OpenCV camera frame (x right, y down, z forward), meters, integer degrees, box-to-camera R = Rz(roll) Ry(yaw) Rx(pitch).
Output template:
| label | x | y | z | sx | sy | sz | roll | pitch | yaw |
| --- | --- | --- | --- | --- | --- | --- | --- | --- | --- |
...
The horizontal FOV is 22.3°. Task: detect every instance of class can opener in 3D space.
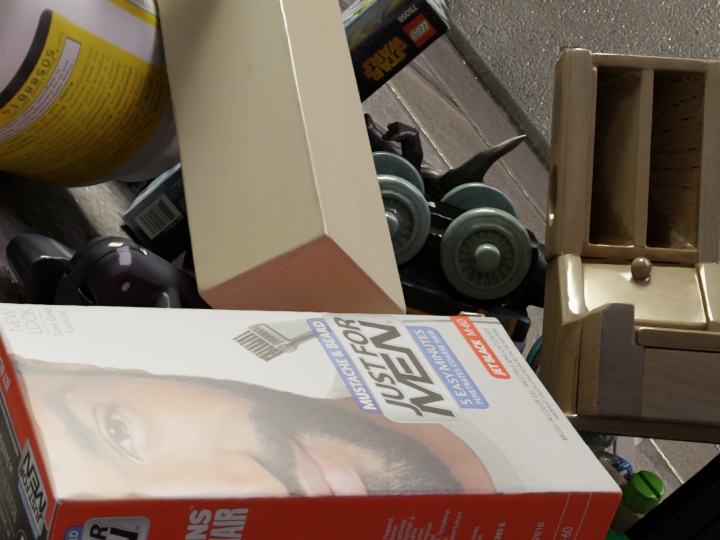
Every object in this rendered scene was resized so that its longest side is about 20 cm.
| label | x | y | z | sx | sy | sz | roll | pitch | yaw |
| --- | --- | --- | --- | --- | --- | --- | --- | --- | --- |
| can opener | -0.072 | 0.035 | 0.815 | 0.200 | 0.063 | 0.079 | 35 | 17 | -49 |

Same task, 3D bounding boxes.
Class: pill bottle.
| label | x | y | z | sx | sy | sz | roll | pitch | yaw |
| --- | --- | --- | --- | --- | --- | --- | --- | --- | --- |
| pill bottle | -0.149 | -0.099 | 0.839 | 0.111 | 0.111 | 0.200 | 53 | 12 | 21 |

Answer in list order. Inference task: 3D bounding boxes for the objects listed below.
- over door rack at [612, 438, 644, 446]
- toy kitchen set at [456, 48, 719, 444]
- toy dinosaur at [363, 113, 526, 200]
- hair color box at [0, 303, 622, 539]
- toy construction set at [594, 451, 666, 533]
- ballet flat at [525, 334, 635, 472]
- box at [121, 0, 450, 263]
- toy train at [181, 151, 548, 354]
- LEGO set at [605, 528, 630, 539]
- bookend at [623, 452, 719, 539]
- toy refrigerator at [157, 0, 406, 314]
| label | x | y | z | sx | sy | sz | roll | pitch | yaw |
| --- | --- | --- | --- | --- | --- | --- | --- | --- | --- |
| over door rack | 0.117 | 0.122 | 1.189 | 0.199 | 0.067 | 0.148 | 22 | 21 | -19 |
| toy kitchen set | 0.090 | -0.019 | 0.796 | 0.200 | 0.162 | 0.181 | 110 | -16 | -85 |
| toy dinosaur | 0.020 | -0.033 | 1.013 | 0.102 | 0.200 | 0.077 | 47 | 30 | -26 |
| hair color box | -0.025 | 0.067 | 0.628 | 0.199 | 0.064 | 0.111 | 1 | 32 | -25 |
| toy construction set | 0.136 | 0.165 | 0.893 | 0.092 | 0.200 | 0.131 | -9 | 47 | -49 |
| ballet flat | 0.108 | 0.121 | 0.969 | 0.201 | 0.074 | 0.074 | 93 | -27 | -45 |
| box | -0.037 | -0.092 | 1.010 | 0.040 | 0.200 | 0.137 | 49 | 12 | -10 |
| toy train | 0.000 | 0.000 | 0.922 | 0.199 | 0.114 | 0.085 | 17 | 15 | -7 |
| LEGO set | 0.042 | 0.174 | 0.665 | 0.199 | 0.116 | 0.154 | -1 | 21 | -35 |
| bookend | 0.103 | 0.131 | 0.795 | 0.199 | 0.200 | 0.092 | 51 | 5 | 5 |
| toy refrigerator | -0.042 | -0.063 | 0.821 | 0.076 | 0.070 | 0.201 | 45 | 26 | -50 |
